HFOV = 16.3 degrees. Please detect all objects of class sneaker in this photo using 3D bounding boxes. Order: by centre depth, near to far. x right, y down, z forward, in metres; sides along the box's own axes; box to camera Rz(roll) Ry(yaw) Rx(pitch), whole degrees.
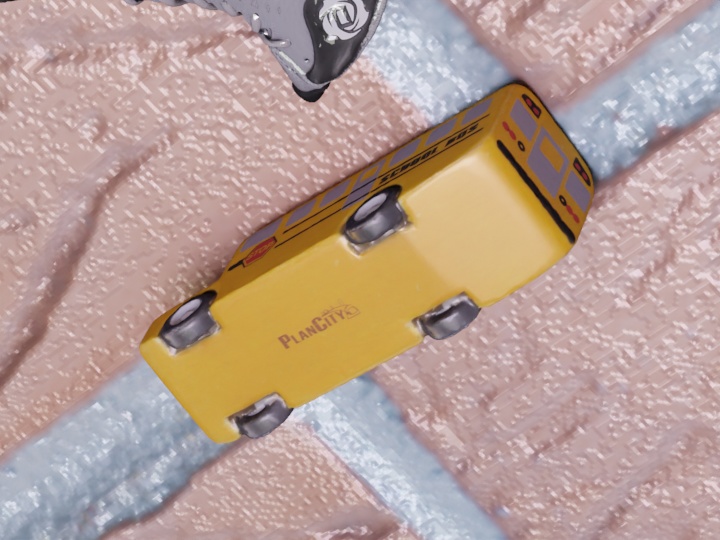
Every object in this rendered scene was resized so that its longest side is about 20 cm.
[{"bbox_3d":[-0.062,-0.113,1.044,0.199,0.075,0.116,-13,119,23],"label":"sneaker"}]

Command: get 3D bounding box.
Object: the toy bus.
[{"bbox_3d":[0.000,0.000,1.092,0.200,0.078,0.065,-29,110,30],"label":"toy bus"}]
